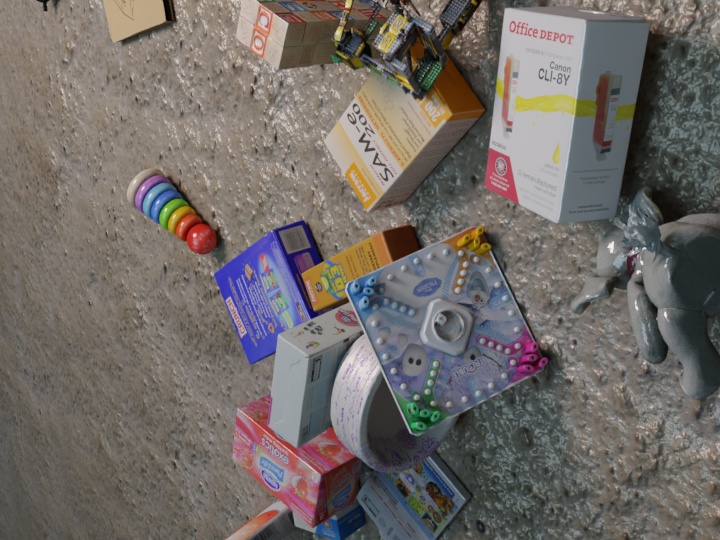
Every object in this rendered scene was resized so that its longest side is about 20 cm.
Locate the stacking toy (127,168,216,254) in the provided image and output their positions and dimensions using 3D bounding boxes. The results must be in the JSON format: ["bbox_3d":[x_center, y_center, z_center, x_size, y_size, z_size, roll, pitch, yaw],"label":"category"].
[{"bbox_3d":[-0.336,-0.102,1.473,0.199,0.085,0.086,38,128,23],"label":"stacking toy"}]

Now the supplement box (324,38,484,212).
[{"bbox_3d":[0.051,-0.187,1.045,0.127,0.073,0.200,58,135,16],"label":"supplement box"}]

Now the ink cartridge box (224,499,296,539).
[{"bbox_3d":[-0.197,0.462,1.449,0.199,0.161,0.051,-19,97,46],"label":"ink cartridge box"}]

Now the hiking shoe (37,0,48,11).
[{"bbox_3d":[-0.694,-0.632,1.655,0.201,0.075,0.101,55,131,16],"label":"hiking shoe"}]

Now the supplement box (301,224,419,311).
[{"bbox_3d":[0.000,0.000,1.165,0.199,0.068,0.067,-27,81,49],"label":"supplement box"}]

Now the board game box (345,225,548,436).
[{"bbox_3d":[0.109,0.068,0.987,0.202,0.198,0.026,65,163,7],"label":"board game box"}]

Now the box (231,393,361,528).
[{"bbox_3d":[-0.102,0.287,1.246,0.199,0.094,0.104,30,121,36],"label":"box"}]

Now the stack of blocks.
[{"bbox_3d":[-0.061,-0.315,1.024,0.115,0.199,0.059,39,128,28],"label":"stack of blocks"}]

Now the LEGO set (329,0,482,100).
[{"bbox_3d":[0.051,-0.300,0.909,0.154,0.116,0.200,44,96,17],"label":"LEGO set"}]

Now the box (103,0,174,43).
[{"bbox_3d":[-0.408,-0.510,1.443,0.198,0.021,0.166,2,104,45],"label":"box"}]

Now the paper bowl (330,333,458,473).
[{"bbox_3d":[0.044,0.156,1.072,0.104,0.199,0.204,29,123,45],"label":"paper bowl"}]

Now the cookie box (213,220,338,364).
[{"bbox_3d":[-0.138,0.039,1.311,0.199,0.075,0.173,-29,83,46],"label":"cookie box"}]

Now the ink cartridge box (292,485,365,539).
[{"bbox_3d":[-0.067,0.334,1.342,0.115,0.067,0.203,2,104,44],"label":"ink cartridge box"}]

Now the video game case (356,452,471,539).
[{"bbox_3d":[0.076,0.349,1.238,0.143,0.018,0.201,48,132,24],"label":"video game case"}]

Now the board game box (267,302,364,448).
[{"bbox_3d":[-0.034,0.133,1.120,0.064,0.199,0.149,28,122,31],"label":"board game box"}]

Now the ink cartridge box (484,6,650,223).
[{"bbox_3d":[0.211,-0.169,0.851,0.145,0.082,0.203,-139,48,-58],"label":"ink cartridge box"}]

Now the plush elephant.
[{"bbox_3d":[0.303,0.004,0.810,0.199,0.155,0.165,39,91,-11],"label":"plush elephant"}]
